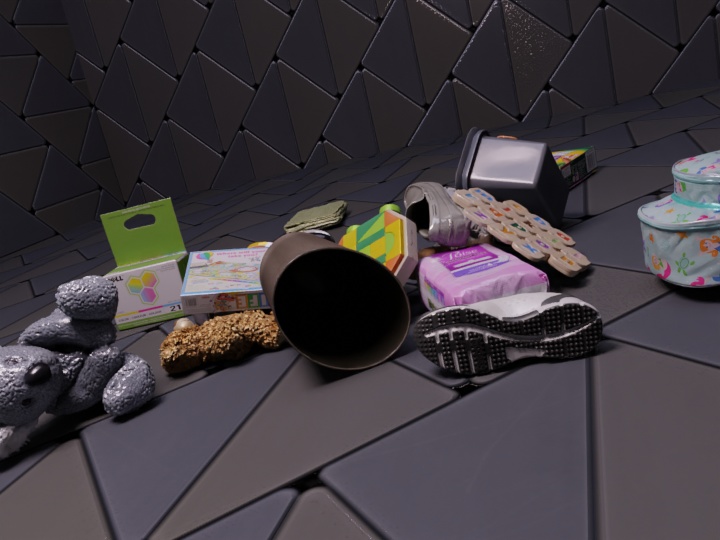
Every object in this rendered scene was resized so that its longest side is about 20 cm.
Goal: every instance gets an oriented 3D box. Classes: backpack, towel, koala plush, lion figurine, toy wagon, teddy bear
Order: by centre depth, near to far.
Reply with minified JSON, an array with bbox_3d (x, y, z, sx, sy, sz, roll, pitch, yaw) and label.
[{"bbox_3d":[0.428,-0.059,0.832,0.197,0.153,0.178,-18,15,5],"label":"backpack"},{"bbox_3d":[-0.395,0.129,0.885,0.182,0.180,0.199,-17,10,41],"label":"koala plush"},{"bbox_3d":[-0.187,0.086,1.017,0.196,0.068,0.145,-10,13,11],"label":"teddy bear"},{"bbox_3d":[0.000,0.000,1.024,0.199,0.039,0.157,-29,47,36],"label":"toy wagon"},{"bbox_3d":[0.105,-0.017,1.074,0.197,0.073,0.123,-15,37,-18],"label":"lion figurine"},{"bbox_3d":[-0.108,-0.130,1.809,0.146,0.037,0.200,-13,15,9],"label":"towel"}]

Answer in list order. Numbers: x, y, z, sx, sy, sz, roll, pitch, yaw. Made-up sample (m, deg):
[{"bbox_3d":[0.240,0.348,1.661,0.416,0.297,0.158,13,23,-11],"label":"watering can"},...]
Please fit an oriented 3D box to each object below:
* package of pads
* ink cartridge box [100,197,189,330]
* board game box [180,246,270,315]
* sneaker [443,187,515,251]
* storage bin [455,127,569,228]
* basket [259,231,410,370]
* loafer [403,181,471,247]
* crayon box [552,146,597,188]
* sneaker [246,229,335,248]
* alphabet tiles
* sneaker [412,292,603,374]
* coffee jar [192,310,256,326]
[{"bbox_3d":[0.149,0.024,0.911,0.118,0.077,0.200,-13,14,-6],"label":"package of pads"},{"bbox_3d":[-0.390,-0.011,1.303,0.145,0.203,0.076,-12,14,7],"label":"ink cartridge box"},{"bbox_3d":[-0.166,0.011,1.101,0.196,0.035,0.135,-4,30,-4],"label":"board game box"},{"bbox_3d":[0.177,-0.084,1.119,0.197,0.076,0.115,16,1,0],"label":"sneaker"},{"bbox_3d":[0.269,-0.152,1.223,0.133,0.148,0.200,9,-18,33],"label":"storage bin"},{"bbox_3d":[-0.052,0.024,0.915,0.178,0.138,0.200,25,3,-24],"label":"basket"},{"bbox_3d":[0.096,-0.087,1.046,0.069,0.071,0.200,2,17,-16],"label":"loafer"},{"bbox_3d":[0.404,-0.216,1.592,0.171,0.059,0.199,-2,19,40],"label":"crayon box"},{"bbox_3d":[-0.143,-0.019,1.394,0.197,0.071,0.090,-10,30,19],"label":"sneaker"},{"bbox_3d":[0.222,-0.056,0.998,0.199,0.015,0.195,37,25,21],"label":"alphabet tiles"},{"bbox_3d":[0.156,0.064,0.783,0.196,0.075,0.080,-3,13,8],"label":"sneaker"},{"bbox_3d":[-0.186,0.025,1.207,0.198,0.087,0.104,-23,17,-31],"label":"coffee jar"}]
